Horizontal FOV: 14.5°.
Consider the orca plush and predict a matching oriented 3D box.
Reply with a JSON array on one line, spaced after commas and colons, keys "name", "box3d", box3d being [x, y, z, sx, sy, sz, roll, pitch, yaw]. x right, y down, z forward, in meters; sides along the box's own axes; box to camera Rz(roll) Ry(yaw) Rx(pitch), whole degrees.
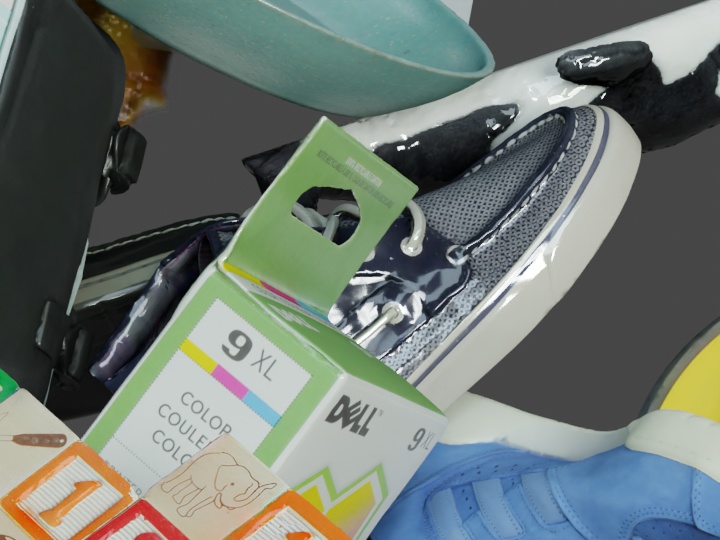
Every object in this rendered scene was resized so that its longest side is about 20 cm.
[{"name": "orca plush", "box3d": [0.063, -0.039, 1.018, 0.200, 0.105, 0.071, -20, 94, -25]}]

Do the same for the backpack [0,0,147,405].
[{"name": "backpack", "box3d": [-0.196, -0.029, 0.916, 0.200, 0.151, 0.178, 0, 68, 29]}]

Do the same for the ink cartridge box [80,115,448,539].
[{"name": "ink cartridge box", "box3d": [-0.035, 0.060, 0.857, 0.059, 0.104, 0.200, 37, 92, 21]}]

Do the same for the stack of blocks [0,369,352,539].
[{"name": "stack of blocks", "box3d": [-0.063, 0.100, 0.735, 0.115, 0.059, 0.200, -37, 48, -19]}]

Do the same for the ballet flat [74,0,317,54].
[{"name": "ballet flat", "box3d": [-0.095, -0.119, 1.086, 0.200, 0.067, 0.062, 9, 66, 11]}]

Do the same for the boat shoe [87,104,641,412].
[{"name": "boat shoe", "box3d": [0.000, 0.000, 0.943, 0.093, 0.075, 0.200, 45, 82, -20]}]

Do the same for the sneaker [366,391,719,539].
[{"name": "sneaker", "box3d": [0.061, 0.102, 0.891, 0.200, 0.077, 0.111, 8, 57, 51]}]

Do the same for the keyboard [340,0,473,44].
[{"name": "keyboard", "box3d": [0.029, -0.147, 1.105, 0.011, 0.056, 0.200, -19, 48, 40]}]

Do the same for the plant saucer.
[{"name": "plant saucer", "box3d": [-0.049, -0.104, 0.972, 0.200, 0.200, 0.036, 36, 106, 24]}]

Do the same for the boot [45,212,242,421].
[{"name": "boot", "box3d": [-0.143, -0.017, 1.016, 0.204, 0.073, 0.154, -20, 59, -1]}]

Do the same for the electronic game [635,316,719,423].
[{"name": "electronic game", "box3d": [0.186, 0.083, 0.948, 0.200, 0.042, 0.200, -2, 57, 3]}]
